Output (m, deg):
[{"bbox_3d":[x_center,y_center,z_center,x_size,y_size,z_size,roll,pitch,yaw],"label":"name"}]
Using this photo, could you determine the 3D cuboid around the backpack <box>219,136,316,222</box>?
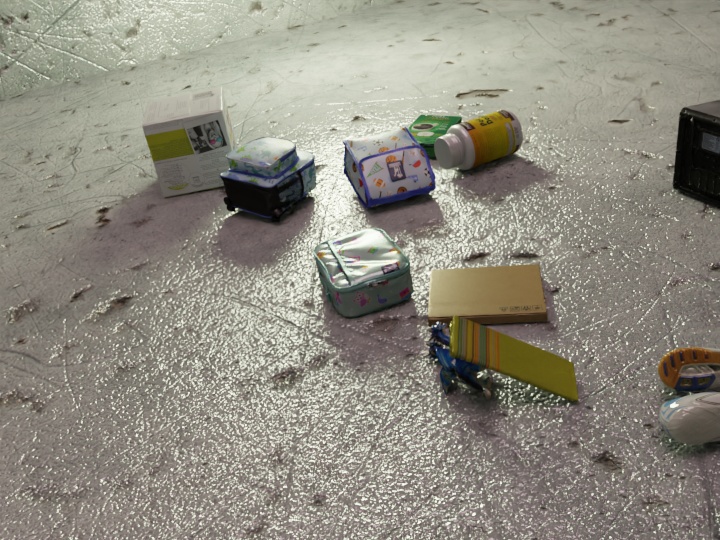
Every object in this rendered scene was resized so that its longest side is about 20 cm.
[{"bbox_3d":[-0.202,-0.225,1.848,0.182,0.148,0.200,15,34,32],"label":"backpack"}]

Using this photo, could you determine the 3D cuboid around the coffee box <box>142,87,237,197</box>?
[{"bbox_3d":[-0.424,-0.327,2.030,0.199,0.199,0.200,-12,30,-2],"label":"coffee box"}]

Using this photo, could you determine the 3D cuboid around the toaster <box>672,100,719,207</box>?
[{"bbox_3d":[0.727,-0.227,1.569,0.118,0.182,0.200,-19,30,-20],"label":"toaster"}]

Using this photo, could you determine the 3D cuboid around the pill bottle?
[{"bbox_3d":[0.279,-0.306,1.899,0.199,0.110,0.109,-21,32,-21],"label":"pill bottle"}]

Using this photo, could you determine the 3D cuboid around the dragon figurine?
[{"bbox_3d":[0.145,0.145,1.195,0.099,0.059,0.200,-5,29,6],"label":"dragon figurine"}]

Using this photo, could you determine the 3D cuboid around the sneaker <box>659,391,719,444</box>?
[{"bbox_3d":[0.487,0.185,1.028,0.198,0.072,0.073,-1,17,4],"label":"sneaker"}]

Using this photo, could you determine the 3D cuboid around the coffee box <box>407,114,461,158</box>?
[{"bbox_3d":[0.178,-0.348,2.065,0.122,0.044,0.200,6,33,23],"label":"coffee box"}]

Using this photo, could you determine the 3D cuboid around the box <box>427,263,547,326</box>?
[{"bbox_3d":[0.219,0.041,1.395,0.199,0.021,0.164,-4,30,9],"label":"box"}]

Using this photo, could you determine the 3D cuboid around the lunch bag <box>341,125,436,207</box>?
[{"bbox_3d":[0.063,-0.230,1.819,0.169,0.124,0.201,-14,44,-10],"label":"lunch bag"}]

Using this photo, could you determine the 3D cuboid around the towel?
[{"bbox_3d":[0.221,0.130,1.159,0.199,0.018,0.086,21,36,-5],"label":"towel"}]

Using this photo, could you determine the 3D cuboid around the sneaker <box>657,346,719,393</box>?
[{"bbox_3d":[0.511,0.135,1.085,0.199,0.076,0.088,3,-10,23],"label":"sneaker"}]

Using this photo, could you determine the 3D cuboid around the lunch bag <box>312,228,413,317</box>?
[{"bbox_3d":[0.000,0.000,1.468,0.159,0.078,0.200,-15,30,-12],"label":"lunch bag"}]
